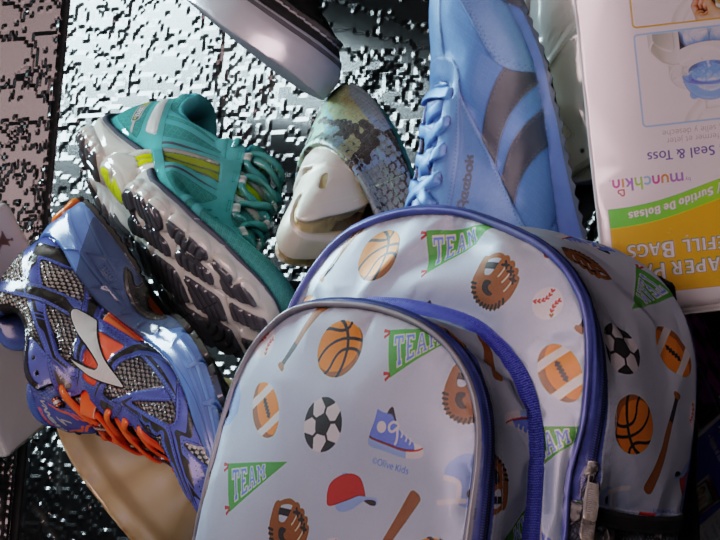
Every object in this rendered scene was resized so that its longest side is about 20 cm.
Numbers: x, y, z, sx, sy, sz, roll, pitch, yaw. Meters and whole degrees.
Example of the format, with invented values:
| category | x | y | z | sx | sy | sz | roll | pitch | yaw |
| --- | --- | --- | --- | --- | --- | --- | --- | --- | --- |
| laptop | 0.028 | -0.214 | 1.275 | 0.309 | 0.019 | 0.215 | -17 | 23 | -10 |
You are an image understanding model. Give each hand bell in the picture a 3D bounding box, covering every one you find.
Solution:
| category | x | y | z | sx | sy | sz | roll | pitch | yaw |
| --- | --- | --- | --- | --- | --- | --- | --- | --- | --- |
| hand bell | -0.033 | 0.044 | 1.381 | 0.200 | 0.104 | 0.104 | -41 | 60 | 5 |

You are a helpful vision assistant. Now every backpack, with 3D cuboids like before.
| category | x | y | z | sx | sy | sz | roll | pitch | yaw |
| --- | --- | --- | --- | --- | --- | --- | --- | --- | --- |
| backpack | 0.034 | 0.071 | 1.122 | 0.199 | 0.154 | 0.191 | 10 | 83 | 36 |

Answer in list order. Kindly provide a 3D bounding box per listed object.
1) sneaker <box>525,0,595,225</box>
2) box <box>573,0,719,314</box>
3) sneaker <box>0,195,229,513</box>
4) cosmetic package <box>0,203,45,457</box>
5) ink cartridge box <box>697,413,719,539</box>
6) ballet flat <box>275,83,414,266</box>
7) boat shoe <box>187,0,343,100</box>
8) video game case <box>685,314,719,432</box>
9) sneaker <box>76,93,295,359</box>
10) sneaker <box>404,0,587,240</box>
| category | x | y | z | sx | sy | sz | roll | pitch | yaw |
| --- | --- | --- | --- | --- | --- | --- | --- | --- | --- |
| sneaker | 0.099 | -0.080 | 1.305 | 0.087 | 0.074 | 0.201 | 34 | 108 | 47 |
| box | 0.140 | -0.084 | 1.206 | 0.101 | 0.112 | 0.201 | -6 | 88 | 6 |
| sneaker | -0.105 | 0.053 | 1.319 | 0.078 | 0.075 | 0.200 | -36 | 45 | -6 |
| cosmetic package | -0.229 | 0.036 | 1.451 | 0.200 | 0.071 | 0.102 | -8 | 115 | 47 |
| ink cartridge box | 0.167 | 0.092 | 1.190 | 0.200 | 0.037 | 0.095 | -46 | 34 | 18 |
| ballet flat | 0.000 | 0.000 | 1.303 | 0.074 | 0.074 | 0.201 | -37 | 56 | 22 |
| boat shoe | -0.050 | -0.146 | 1.408 | 0.066 | 0.070 | 0.200 | -51 | 32 | 5 |
| video game case | 0.095 | 0.115 | 1.294 | 0.181 | 0.036 | 0.201 | -33 | 64 | 24 |
| sneaker | -0.071 | -0.031 | 1.383 | 0.079 | 0.078 | 0.200 | -25 | 37 | -11 |
| sneaker | 0.047 | -0.037 | 1.240 | 0.078 | 0.066 | 0.201 | -12 | 89 | -8 |
